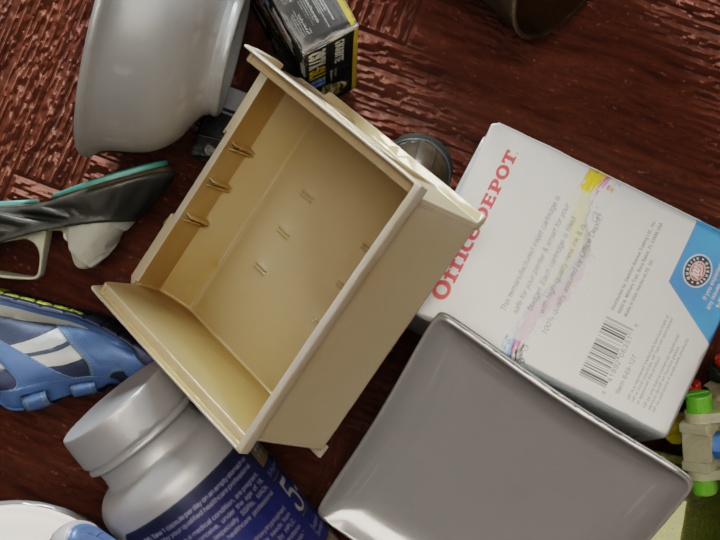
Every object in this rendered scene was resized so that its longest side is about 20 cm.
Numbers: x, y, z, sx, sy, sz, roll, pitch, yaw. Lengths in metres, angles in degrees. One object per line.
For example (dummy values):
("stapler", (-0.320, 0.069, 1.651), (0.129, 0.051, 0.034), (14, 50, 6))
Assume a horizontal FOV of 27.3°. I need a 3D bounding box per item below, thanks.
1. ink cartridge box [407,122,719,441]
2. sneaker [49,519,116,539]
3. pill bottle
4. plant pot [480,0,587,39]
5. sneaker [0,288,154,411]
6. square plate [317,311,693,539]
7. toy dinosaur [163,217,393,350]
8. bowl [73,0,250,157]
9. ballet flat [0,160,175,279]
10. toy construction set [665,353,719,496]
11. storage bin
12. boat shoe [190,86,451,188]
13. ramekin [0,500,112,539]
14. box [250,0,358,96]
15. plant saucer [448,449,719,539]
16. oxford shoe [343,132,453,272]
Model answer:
("ink cartridge box", (0.145, 0.013, 1.059), (0.200, 0.145, 0.148), (27, 83, 3))
("sneaker", (-0.123, 0.236, 0.962), (0.200, 0.076, 0.077), (49, 126, -3))
("pill bottle", (-0.108, 0.166, 1.030), (0.120, 0.120, 0.200), (-39, 100, -5))
("plant pot", (0.094, -0.303, 1.097), (0.200, 0.187, 0.187), (37, 84, 19))
("sneaker", (-0.223, 0.067, 1.090), (0.199, 0.074, 0.083), (14, 91, 3))
("square plate", (0.094, 0.150, 1.009), (0.198, 0.028, 0.200), (33, 121, 6))
("toy dinosaur", (-0.080, 0.034, 1.100), (0.200, 0.058, 0.101), (34, 83, 4))
("bowl", (-0.132, -0.167, 1.055), (0.090, 0.201, 0.202), (14, 83, -2))
("ballet flat", (-0.229, -0.031, 1.108), (0.199, 0.068, 0.069), (-11, 93, 9))
("toy construction set", (0.291, 0.108, 1.045), (0.131, 0.200, 0.092), (3, 93, 39))
("storage bin", (-0.055, -0.015, 0.983), (0.198, 0.094, 0.200), (42, 104, 34))
("boat shoe", (-0.031, -0.072, 1.104), (0.199, 0.074, 0.068), (23, 82, 4))
("ramekin", (-0.241, 0.263, 1.051), (0.202, 0.094, 0.203), (0, 83, -1))
("box", (-0.067, -0.228, 1.081), (0.049, 0.160, 0.200), (-28, 83, -6))
("plant saucer", (0.159, 0.222, 1.082), (0.199, 0.048, 0.200), (13, 83, 2))
("oxford shoe", (0.000, 0.000, 1.043), (0.072, 0.084, 0.200), (23, 105, -2))
